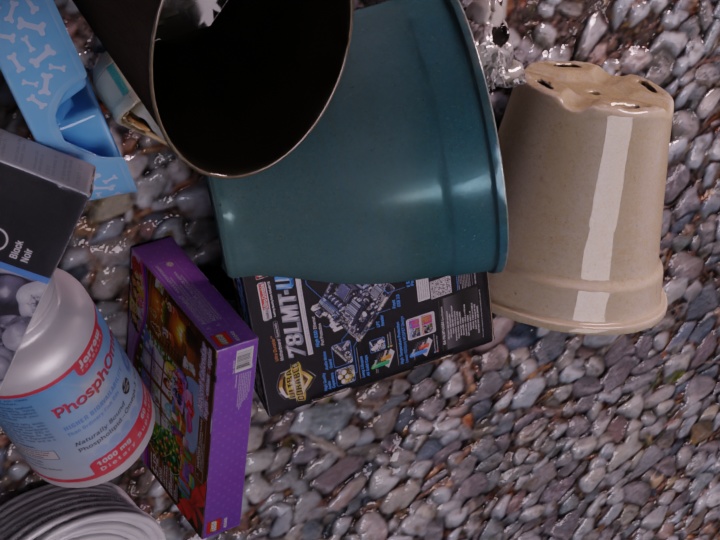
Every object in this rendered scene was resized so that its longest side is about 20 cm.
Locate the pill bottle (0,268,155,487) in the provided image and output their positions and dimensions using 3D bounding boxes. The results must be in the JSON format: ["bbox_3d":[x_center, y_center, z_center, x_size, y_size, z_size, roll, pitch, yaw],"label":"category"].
[{"bbox_3d":[-0.233,0.067,1.287,0.109,0.109,0.200,-35,140,-10],"label":"pill bottle"}]

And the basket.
[{"bbox_3d":[-0.112,-0.185,1.087,0.135,0.200,0.181,-15,130,-28],"label":"basket"}]

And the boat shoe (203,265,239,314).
[{"bbox_3d":[-0.093,0.010,1.393,0.066,0.075,0.200,22,121,-18],"label":"boat shoe"}]

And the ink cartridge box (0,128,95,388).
[{"bbox_3d":[-0.299,-0.016,1.127,0.199,0.043,0.199,22,118,-15],"label":"ink cartridge box"}]

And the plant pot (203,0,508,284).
[{"bbox_3d":[-0.014,-0.077,1.182,0.187,0.201,0.201,-13,135,-4],"label":"plant pot"}]

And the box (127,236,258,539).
[{"bbox_3d":[-0.137,0.094,1.370,0.039,0.137,0.201,-17,134,-29],"label":"box"}]

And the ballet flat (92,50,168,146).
[{"bbox_3d":[-0.114,-0.103,1.271,0.200,0.069,0.070,22,109,-49],"label":"ballet flat"}]

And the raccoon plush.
[{"bbox_3d":[0.034,-0.143,1.364,0.200,0.097,0.134,-37,154,20],"label":"raccoon plush"}]

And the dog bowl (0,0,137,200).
[{"bbox_3d":[-0.204,-0.124,1.146,0.049,0.112,0.200,-25,139,-6],"label":"dog bowl"}]

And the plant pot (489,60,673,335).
[{"bbox_3d":[0.179,-0.072,1.471,0.200,0.200,0.184,-8,118,-35],"label":"plant pot"}]

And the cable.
[{"bbox_3d":[-0.259,0.267,1.477,0.199,0.069,0.201,-28,138,-19],"label":"cable"}]

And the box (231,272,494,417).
[{"bbox_3d":[0.000,0.000,1.348,0.198,0.050,0.201,-18,129,-11],"label":"box"}]
